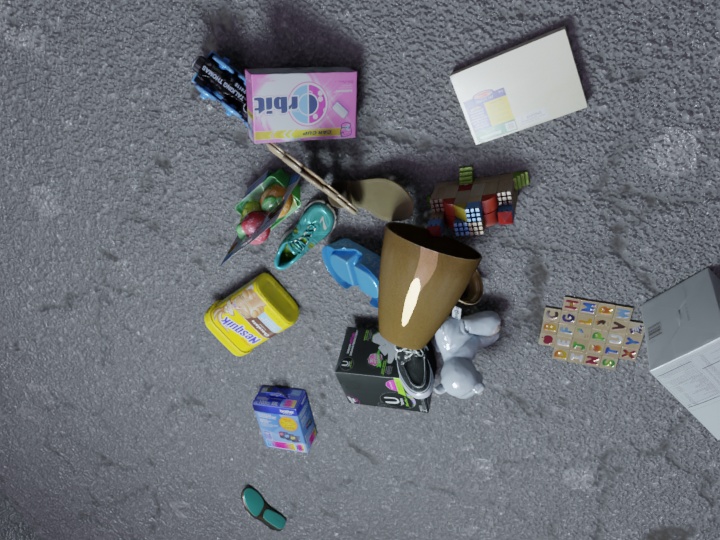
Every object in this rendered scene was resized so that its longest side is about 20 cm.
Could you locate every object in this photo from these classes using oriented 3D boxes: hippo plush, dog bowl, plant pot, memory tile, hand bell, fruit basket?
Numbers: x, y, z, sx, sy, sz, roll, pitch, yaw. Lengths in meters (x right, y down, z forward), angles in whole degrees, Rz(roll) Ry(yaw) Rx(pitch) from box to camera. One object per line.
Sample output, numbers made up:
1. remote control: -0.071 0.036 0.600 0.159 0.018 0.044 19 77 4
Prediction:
1. hippo plush: 0.221 0.176 1.247 0.157 0.163 0.200 -12 155 11
2. dog bowl: 0.000 0.000 1.263 0.199 0.049 0.113 29 147 41
3. plant pot: 0.106 0.037 1.132 0.184 0.186 0.203 19 104 6
4. memory tile: -0.086 -0.169 1.130 0.153 0.200 0.017 38 93 26
5. hand bell: 0.155 0.055 1.292 0.104 0.105 0.199 42 140 -12
6. fruit basket: -0.202 -0.113 1.217 0.184 0.201 0.094 -32 110 35

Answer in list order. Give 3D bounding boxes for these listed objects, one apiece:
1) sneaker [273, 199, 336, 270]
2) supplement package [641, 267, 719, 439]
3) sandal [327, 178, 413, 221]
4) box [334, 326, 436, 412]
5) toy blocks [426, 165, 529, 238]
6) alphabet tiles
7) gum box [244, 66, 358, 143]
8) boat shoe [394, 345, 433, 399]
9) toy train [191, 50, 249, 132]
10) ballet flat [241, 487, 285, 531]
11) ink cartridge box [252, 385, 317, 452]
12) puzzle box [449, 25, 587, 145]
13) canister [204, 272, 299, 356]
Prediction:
1. sneaker: -0.119 -0.068 1.294 0.077 0.080 0.200 38 127 -8
2. supplement package: 0.634 0.149 1.096 0.200 0.192 0.147 42 128 -11
3. sandal: 0.035 -0.146 1.199 0.209 0.069 0.079 13 107 37
4. box: 0.061 0.225 1.386 0.197 0.126 0.150 4 142 18
5. toy blocks: 0.202 -0.115 1.106 0.197 0.137 0.101 -4 122 22
6. alphabet tiles: 0.476 0.132 1.261 0.197 0.006 0.169 9 127 14
7. gum box: -0.098 -0.293 1.071 0.197 0.066 0.115 -8 117 -18
8. boat shoe: 0.106 0.166 1.274 0.072 0.202 0.068 -11 144 6
9. toy train: -0.222 -0.323 1.132 0.199 0.114 0.087 36 98 -15
10. ballet flat: -0.330 0.782 1.979 0.068 0.068 0.201 -25 112 42
11. ink cartridge box: -0.208 0.392 1.654 0.134 0.077 0.203 2 123 19
12. puzzle box: 0.263 -0.305 1.022 0.197 0.026 0.134 -14 118 28
13. canister: -0.261 0.107 1.467 0.199 0.087 0.149 -31 110 32
